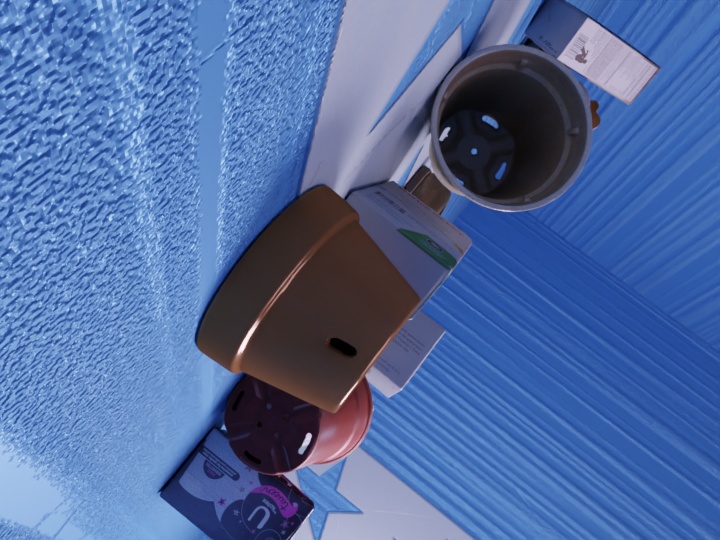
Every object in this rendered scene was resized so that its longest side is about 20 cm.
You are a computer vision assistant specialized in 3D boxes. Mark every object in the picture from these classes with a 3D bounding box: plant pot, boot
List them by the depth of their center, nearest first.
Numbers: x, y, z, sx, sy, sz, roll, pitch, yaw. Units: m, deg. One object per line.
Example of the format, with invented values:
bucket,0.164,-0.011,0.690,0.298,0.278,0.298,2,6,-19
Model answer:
plant pot,-0.036,0.039,0.618,0.200,0.140,0.200,-52,173,-9
plant pot,0.173,-0.172,0.861,0.201,0.200,0.183,-52,-174,-3
plant pot,-0.100,0.219,0.993,0.201,0.201,0.195,-53,166,6
boot,0.077,-0.079,1.087,0.200,0.075,0.074,-51,175,-3

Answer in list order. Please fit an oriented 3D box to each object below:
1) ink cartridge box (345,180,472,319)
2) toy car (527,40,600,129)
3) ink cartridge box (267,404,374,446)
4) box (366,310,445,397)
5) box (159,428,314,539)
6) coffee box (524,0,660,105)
ink cartridge box,0.052,-0.035,0.820,0.088,0.145,0.200,-54,174,21
toy car,0.378,-0.345,1.228,0.177,0.200,0.184,-51,174,-11
ink cartridge box,-0.095,0.258,1.172,0.200,0.084,0.145,-29,158,10
box,0.021,0.109,1.142,0.131,0.199,0.200,-51,174,-14
box,-0.187,0.358,1.009,0.132,0.200,0.115,-51,175,-14
coffee box,0.392,-0.371,1.086,0.080,0.200,0.113,-55,-143,28
